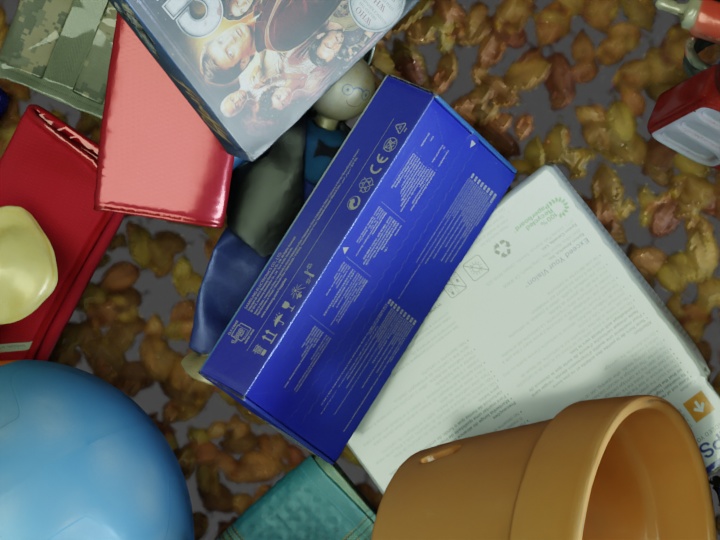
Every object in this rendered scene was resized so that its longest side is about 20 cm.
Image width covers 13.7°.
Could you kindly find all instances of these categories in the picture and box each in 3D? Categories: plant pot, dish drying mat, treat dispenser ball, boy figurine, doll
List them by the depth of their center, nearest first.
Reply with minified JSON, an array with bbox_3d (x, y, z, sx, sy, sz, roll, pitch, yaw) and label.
[{"bbox_3d":[0.096,0.167,1.632,0.140,0.200,0.201,0,93,29],"label":"plant pot"},{"bbox_3d":[-0.098,-0.127,1.653,0.077,0.018,0.201,8,93,4],"label":"dish drying mat"},{"bbox_3d":[-0.035,-0.029,1.696,0.136,0.048,0.200,12,102,-25],"label":"doll"},{"bbox_3d":[-0.261,0.022,1.707,0.200,0.124,0.065,-25,64,29],"label":"boy figurine"},{"bbox_3d":[-0.195,0.151,1.713,0.200,0.201,0.201,1,93,12],"label":"treat dispenser ball"},{"bbox_3d":[-0.196,-0.005,1.738,0.077,0.018,0.200,33,130,2],"label":"dish drying mat"}]

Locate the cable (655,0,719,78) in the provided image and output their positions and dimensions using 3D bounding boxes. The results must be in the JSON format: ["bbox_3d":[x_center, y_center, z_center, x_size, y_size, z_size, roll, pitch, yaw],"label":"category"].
[{"bbox_3d":[0.261,-0.131,1.672,0.200,0.050,0.097,21,70,13],"label":"cable"}]

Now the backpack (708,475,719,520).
[{"bbox_3d":[0.274,0.152,1.609,0.168,0.200,0.163,41,101,-2],"label":"backpack"}]

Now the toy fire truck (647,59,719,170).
[{"bbox_3d":[0.252,-0.062,1.608,0.168,0.200,0.112,26,80,-7],"label":"toy fire truck"}]

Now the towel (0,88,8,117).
[{"bbox_3d":[-0.315,-0.053,1.804,0.147,0.050,0.200,29,98,8],"label":"towel"}]

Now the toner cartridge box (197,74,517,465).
[{"bbox_3d":[0.000,0.000,1.674,0.043,0.095,0.200,26,80,42],"label":"toner cartridge box"}]

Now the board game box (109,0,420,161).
[{"bbox_3d":[-0.073,-0.176,1.601,0.135,0.035,0.200,-45,119,-12],"label":"board game box"}]

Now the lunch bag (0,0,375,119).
[{"bbox_3d":[-0.086,-0.148,1.719,0.200,0.118,0.164,24,100,3],"label":"lunch bag"}]

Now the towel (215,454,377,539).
[{"bbox_3d":[-0.047,0.222,1.780,0.200,0.022,0.147,-43,85,12],"label":"towel"}]

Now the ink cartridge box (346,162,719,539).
[{"bbox_3d":[0.093,0.074,1.731,0.199,0.041,0.200,-37,87,12],"label":"ink cartridge box"}]
